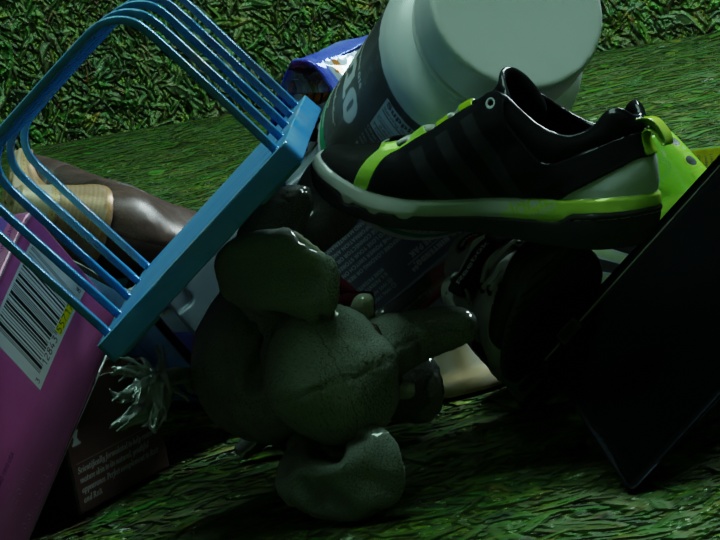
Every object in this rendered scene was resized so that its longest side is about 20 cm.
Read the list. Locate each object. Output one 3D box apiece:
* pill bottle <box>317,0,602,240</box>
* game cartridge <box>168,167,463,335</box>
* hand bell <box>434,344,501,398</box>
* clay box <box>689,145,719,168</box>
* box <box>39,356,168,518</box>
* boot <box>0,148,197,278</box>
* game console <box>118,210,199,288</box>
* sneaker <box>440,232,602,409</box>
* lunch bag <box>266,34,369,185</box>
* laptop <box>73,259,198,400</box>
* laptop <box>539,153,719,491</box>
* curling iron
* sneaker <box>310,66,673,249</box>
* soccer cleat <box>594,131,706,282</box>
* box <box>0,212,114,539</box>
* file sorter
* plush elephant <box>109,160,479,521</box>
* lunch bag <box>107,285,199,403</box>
[{"bbox_3d":[0.054,-0.101,1.442,0.113,0.113,0.200,-16,-15,-22],"label":"pill bottle"},{"bbox_3d":[0.000,0.000,1.559,0.200,0.133,0.041,-40,-5,-3],"label":"game cartridge"},{"bbox_3d":[0.034,-0.029,1.611,0.104,0.201,0.104,-13,9,2],"label":"hand bell"},{"bbox_3d":[0.234,-0.017,1.527,0.199,0.115,0.048,-5,2,40],"label":"clay box"},{"bbox_3d":[-0.224,0.104,1.554,0.199,0.075,0.100,-9,8,30],"label":"box"},{"bbox_3d":[-0.148,-0.022,1.697,0.166,0.073,0.200,15,3,-12],"label":"boot"},{"bbox_3d":[-0.148,0.012,1.860,0.116,0.176,0.200,26,12,17],"label":"game console"},{"bbox_3d":[0.076,0.011,1.423,0.074,0.089,0.200,-40,-15,-11],"label":"sneaker"},{"bbox_3d":[0.026,-0.068,1.854,0.124,0.201,0.170,2,17,43],"label":"lunch bag"},{"bbox_3d":[-0.196,0.058,1.592,0.199,0.104,0.177,-25,-34,7],"label":"laptop"},{"bbox_3d":[0.199,0.017,1.368,0.187,0.116,0.200,-48,-26,11],"label":"laptop"},{"bbox_3d":[0.008,0.043,1.520,0.200,0.026,0.050,-41,-24,2],"label":"curling iron"},{"bbox_3d":[0.067,-0.063,1.336,0.199,0.083,0.072,7,14,29],"label":"sneaker"},{"bbox_3d":[0.136,-0.004,1.523,0.067,0.081,0.200,-15,-21,-46],"label":"soccer cleat"},{"bbox_3d":[-0.257,0.073,1.437,0.199,0.097,0.176,-7,47,34],"label":"box"},{"bbox_3d":[-0.114,-0.061,1.383,0.139,0.123,0.200,-47,6,9],"label":"file sorter"},{"bbox_3d":[-0.015,0.042,1.382,0.200,0.165,0.155,-25,18,-33],"label":"plush elephant"},{"bbox_3d":[-0.067,0.036,1.730,0.200,0.083,0.160,-4,11,44],"label":"lunch bag"}]
